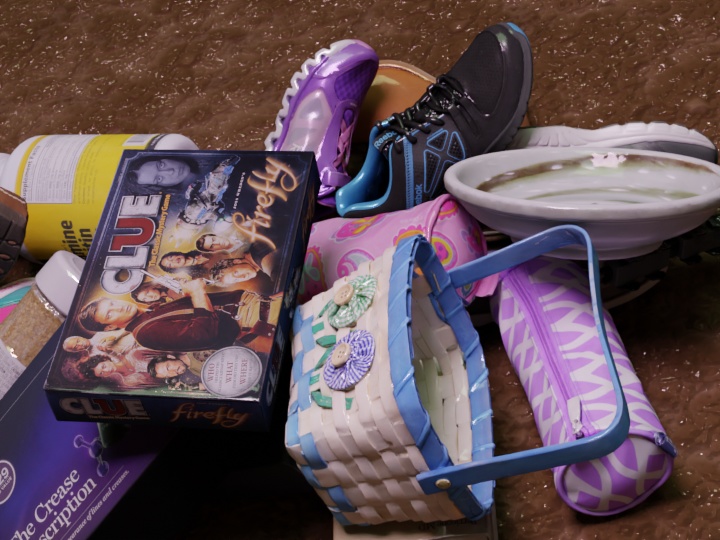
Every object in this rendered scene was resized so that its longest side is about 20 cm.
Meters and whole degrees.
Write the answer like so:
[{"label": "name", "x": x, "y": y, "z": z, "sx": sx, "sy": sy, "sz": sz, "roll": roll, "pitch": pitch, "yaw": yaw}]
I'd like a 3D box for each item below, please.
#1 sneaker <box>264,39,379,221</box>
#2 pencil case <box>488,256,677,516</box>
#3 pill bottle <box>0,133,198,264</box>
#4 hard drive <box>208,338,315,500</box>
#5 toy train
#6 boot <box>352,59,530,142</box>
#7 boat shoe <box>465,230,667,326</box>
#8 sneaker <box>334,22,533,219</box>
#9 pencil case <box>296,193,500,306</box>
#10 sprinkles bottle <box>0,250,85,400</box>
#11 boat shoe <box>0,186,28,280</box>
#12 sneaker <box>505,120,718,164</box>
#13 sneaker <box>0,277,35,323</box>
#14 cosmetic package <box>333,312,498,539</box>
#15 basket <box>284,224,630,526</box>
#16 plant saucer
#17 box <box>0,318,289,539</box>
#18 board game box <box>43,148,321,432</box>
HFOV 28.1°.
[{"label": "sneaker", "x": -0.036, "y": -0.095, "z": 1.199, "sx": 0.088, "sy": 0.080, "sz": 0.201, "roll": 36, "pitch": 97, "yaw": 30}, {"label": "pencil case", "x": 0.144, "y": 0.074, "z": 0.980, "sx": 0.084, "sy": 0.085, "sz": 0.200, "roll": -45, "pitch": 33, "yaw": 20}, {"label": "pill bottle", "x": -0.237, "y": -0.060, "z": 1.233, "sx": 0.199, "sy": 0.112, "sz": 0.112, "roll": 1, "pitch": 44, "yaw": 19}, {"label": "hard drive", "x": -0.111, "y": 0.091, "z": 1.011, "sx": 0.199, "sy": 0.042, "sz": 0.136, "roll": -5, "pitch": 70, "yaw": 32}, {"label": "toy train", "x": 0.240, "y": -0.027, "z": 1.060, "sx": 0.199, "sy": 0.034, "sz": 0.046, "roll": -20, "pitch": 35, "yaw": -33}, {"label": "boot", "x": 0.046, "y": -0.103, "z": 1.230, "sx": 0.199, "sy": 0.077, "sz": 0.156, "roll": -1, "pitch": 47, "yaw": 6}, {"label": "boat shoe", "x": 0.132, "y": -0.005, "z": 1.091, "sx": 0.199, "sy": 0.060, "sz": 0.072, "roll": -9, "pitch": 39, "yaw": 8}, {"label": "sneaker", "x": 0.058, "y": -0.103, "z": 1.095, "sx": 0.200, "sy": 0.082, "sz": 0.073, "roll": -58, "pitch": 41, "yaw": 18}, {"label": "pencil case", "x": 0.000, "y": 0.000, "z": 1.057, "sx": 0.199, "sy": 0.088, "sz": 0.088, "roll": -9, "pitch": 38, "yaw": 37}, {"label": "sprinkles bottle", "x": -0.253, "y": 0.081, "z": 1.037, "sx": 0.200, "sy": 0.068, "sz": 0.068, "roll": -49, "pitch": 44, "yaw": 4}, {"label": "boat shoe", "x": -0.335, "y": -0.019, "z": 1.183, "sx": 0.200, "sy": 0.076, "sz": 0.074, "roll": -33, "pitch": 34, "yaw": 39}, {"label": "sneaker", "x": 0.188, "y": -0.071, "z": 1.149, "sx": 0.199, "sy": 0.085, "sz": 0.074, "roll": -3, "pitch": -4, "yaw": -8}, {"label": "sneaker", "x": -0.292, "y": 0.087, "z": 1.116, "sx": 0.200, "sy": 0.084, "sz": 0.121, "roll": -38, "pitch": 36, "yaw": -25}, {"label": "cosmetic package", "x": 0.036, "y": 0.125, "z": 0.970, "sx": 0.105, "sy": 0.071, "sz": 0.200, "roll": -10, "pitch": 41, "yaw": 6}, {"label": "basket", "x": 0.057, "y": 0.063, "z": 0.870, "sx": 0.199, "sy": 0.139, "sz": 0.177, "roll": -17, "pitch": 39, "yaw": 13}, {"label": "plant saucer", "x": 0.157, "y": -0.044, "z": 0.997, "sx": 0.199, "sy": 0.050, "sz": 0.200, "roll": -1, "pitch": 16, "yaw": 0}, {"label": "box", "x": -0.164, "y": 0.108, "z": 0.967, "sx": 0.200, "sy": 0.079, "sz": 0.141, "roll": -50, "pitch": 51, "yaw": 10}, {"label": "board game box", "x": -0.107, "y": 0.006, "z": 0.911, "sx": 0.135, "sy": 0.035, "sz": 0.201, "roll": 1, "pitch": 51, "yaw": 10}]
